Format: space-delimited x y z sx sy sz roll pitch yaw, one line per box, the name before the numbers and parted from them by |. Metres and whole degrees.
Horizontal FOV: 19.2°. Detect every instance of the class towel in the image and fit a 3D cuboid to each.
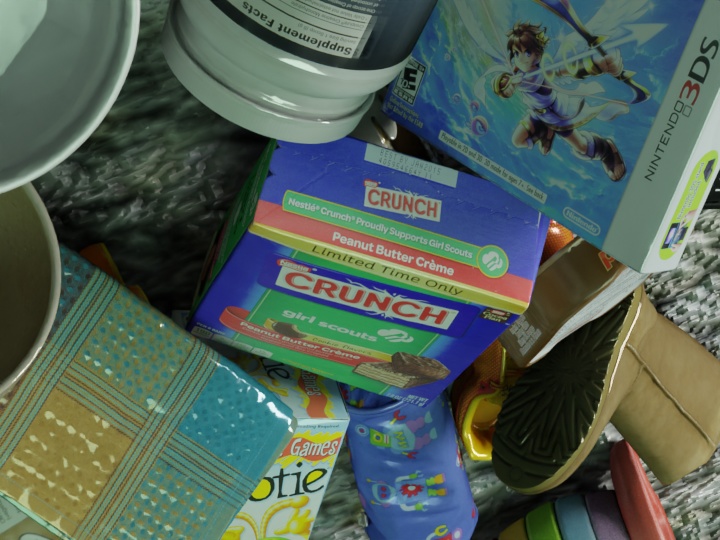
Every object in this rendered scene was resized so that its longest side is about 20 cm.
towel | -0.147 0.095 1.280 0.200 0.022 0.147 38 84 -26

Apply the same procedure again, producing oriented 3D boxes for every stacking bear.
stacking bear | 0.137 0.230 1.601 0.199 0.114 0.122 -22 135 9

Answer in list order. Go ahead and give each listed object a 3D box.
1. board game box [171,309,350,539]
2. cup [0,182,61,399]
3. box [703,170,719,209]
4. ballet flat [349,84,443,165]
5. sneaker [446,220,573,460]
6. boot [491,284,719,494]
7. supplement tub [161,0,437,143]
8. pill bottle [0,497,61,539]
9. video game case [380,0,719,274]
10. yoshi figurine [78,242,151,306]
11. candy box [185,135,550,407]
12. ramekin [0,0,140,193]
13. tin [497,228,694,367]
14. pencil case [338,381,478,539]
board game box | -0.089 0.135 1.432 0.102 0.105 0.201 2 130 -20
cup | -0.277 0.026 1.173 0.198 0.202 0.143 2 150 -21
box | 0.207 -0.139 1.293 0.162 0.086 0.201 -1 132 -19
ballet flat | 0.010 -0.078 1.295 0.074 0.075 0.200 -30 134 10
sneaker | 0.110 0.046 1.439 0.072 0.077 0.201 -2 130 -15
boot | 0.182 0.105 1.459 0.176 0.066 0.200 -59 143 -10
supplement tub | -0.016 -0.184 1.136 0.139 0.141 0.201 9 128 -26
pill bottle | -0.247 0.163 1.395 0.199 0.115 0.114 -32 134 11
video game case | 0.121 -0.126 1.173 0.045 0.199 0.183 -7 124 -53
yoshi figurine | -0.218 0.077 1.310 0.199 0.113 0.112 -29 177 -14
candy box | 0.000 0.000 1.270 0.168 0.078 0.200 17 155 -10
ramekin | -0.219 -0.146 1.094 0.198 0.105 0.202 -7 115 -16
tin | 0.139 0.006 1.295 0.111 0.042 0.200 -30 171 -13
pencil case | 0.027 0.126 1.482 0.086 0.078 0.201 -12 135 3
